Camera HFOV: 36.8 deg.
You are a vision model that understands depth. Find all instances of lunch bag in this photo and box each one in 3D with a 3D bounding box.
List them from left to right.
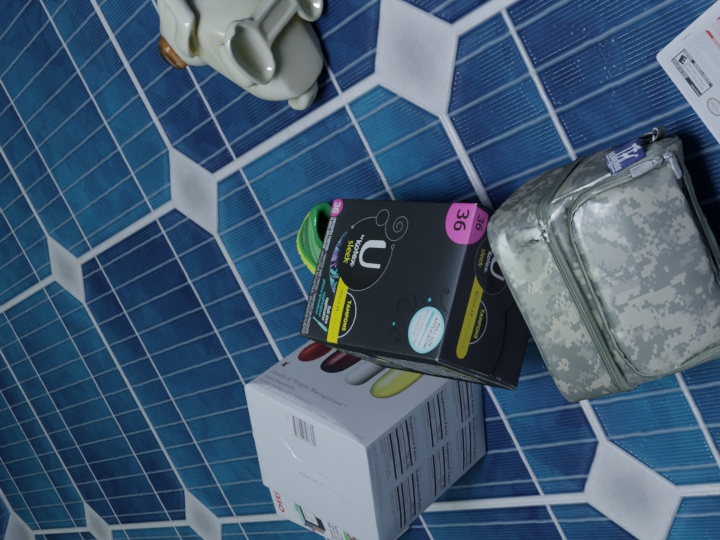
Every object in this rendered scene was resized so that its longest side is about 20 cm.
[{"bbox_3d":[0.225,-0.006,0.922,0.166,0.139,0.203,-19,101,36],"label":"lunch bag"}]

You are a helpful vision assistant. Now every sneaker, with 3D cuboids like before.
[{"bbox_3d":[0.000,0.000,1.225,0.199,0.074,0.084,41,144,22],"label":"sneaker"}]

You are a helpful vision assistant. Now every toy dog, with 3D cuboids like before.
[{"bbox_3d":[-0.136,-0.267,1.166,0.198,0.141,0.194,23,167,35],"label":"toy dog"}]

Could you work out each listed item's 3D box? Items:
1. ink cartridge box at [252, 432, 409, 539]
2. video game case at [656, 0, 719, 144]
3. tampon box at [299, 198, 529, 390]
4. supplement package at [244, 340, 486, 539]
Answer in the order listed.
[{"bbox_3d":[-0.041,0.280,1.460,0.198,0.083,0.147,12,124,45],"label":"ink cartridge box"},{"bbox_3d":[0.325,-0.158,0.788,0.144,0.018,0.200,55,143,6],"label":"video game case"},{"bbox_3d":[0.061,0.021,1.076,0.198,0.125,0.153,5,77,47],"label":"tampon box"},{"bbox_3d":[0.010,0.170,1.229,0.189,0.199,0.149,20,129,38],"label":"supplement package"}]
